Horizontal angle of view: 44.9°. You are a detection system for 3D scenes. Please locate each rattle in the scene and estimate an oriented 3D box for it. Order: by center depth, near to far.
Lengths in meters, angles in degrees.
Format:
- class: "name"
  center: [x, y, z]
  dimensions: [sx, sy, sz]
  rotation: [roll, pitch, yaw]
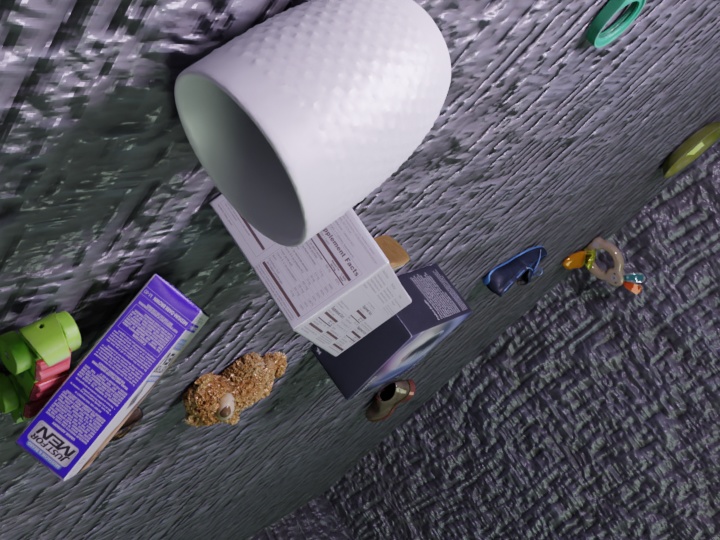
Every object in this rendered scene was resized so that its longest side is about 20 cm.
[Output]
- class: "rattle"
  center: [0.709, 0.007, 2.519]
  dimensions: [0.143, 0.200, 0.130]
  rotation: [-17, 155, -51]

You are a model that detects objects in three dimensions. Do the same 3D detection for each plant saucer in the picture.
- class: "plant saucer"
  center: [0.845, -0.313, 2.216]
  dimensions: [0.200, 0.031, 0.200]
  rotation: [-35, 165, -11]

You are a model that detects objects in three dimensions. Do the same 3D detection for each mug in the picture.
- class: "mug"
  center: [-0.035, -0.126, 0.671]
  dimensions: [0.175, 0.148, 0.200]
  rotation: [-39, -164, -22]

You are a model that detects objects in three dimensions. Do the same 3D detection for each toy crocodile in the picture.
- class: "toy crocodile"
  center: [-0.306, 0.098, 0.828]
  dimensions: [0.067, 0.062, 0.200]
  rotation: [-24, 160, -39]

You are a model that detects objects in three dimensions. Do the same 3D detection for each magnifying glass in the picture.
- class: "magnifying glass"
  center: [0.328, -0.338, 1.038]
  dimensions: [0.079, 0.022, 0.200]
  rotation: [-31, 163, -21]

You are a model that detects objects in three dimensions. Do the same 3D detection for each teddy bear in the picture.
- class: "teddy bear"
  center: [-0.183, 0.185, 1.337]
  dimensions: [0.145, 0.067, 0.200]
  rotation: [-43, 164, 12]

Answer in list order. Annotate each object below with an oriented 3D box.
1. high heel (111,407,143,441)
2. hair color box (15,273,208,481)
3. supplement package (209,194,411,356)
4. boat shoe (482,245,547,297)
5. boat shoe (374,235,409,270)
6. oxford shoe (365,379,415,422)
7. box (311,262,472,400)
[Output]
- class: "high heel"
  center: [-0.291, 0.165, 1.017]
  dimensions: [0.142, 0.072, 0.200]
  rotation: [-14, 169, -41]
- class: "hair color box"
  center: [-0.237, 0.103, 0.856]
  dimensions: [0.200, 0.065, 0.109]
  rotation: [-50, -179, -8]
- class: "supplement package"
  center: [-0.043, -0.016, 0.899]
  dimensions: [0.111, 0.156, 0.200]
  rotation: [-35, 164, 0]
- class: "boat shoe"
  center: [0.366, 0.009, 2.021]
  dimensions: [0.200, 0.069, 0.084]
  rotation: [-29, 163, -28]
- class: "boat shoe"
  center: [0.000, 0.000, 1.195]
  dimensions: [0.069, 0.071, 0.200]
  rotation: [-46, 163, 24]
- class: "oxford shoe"
  center: [0.064, 0.354, 2.399]
  dimensions: [0.075, 0.071, 0.200]
  rotation: [13, 135, -35]
- class: "box"
  center: [0.055, 0.107, 1.531]
  dimensions: [0.198, 0.123, 0.200]
  rotation: [-15, 153, -50]
